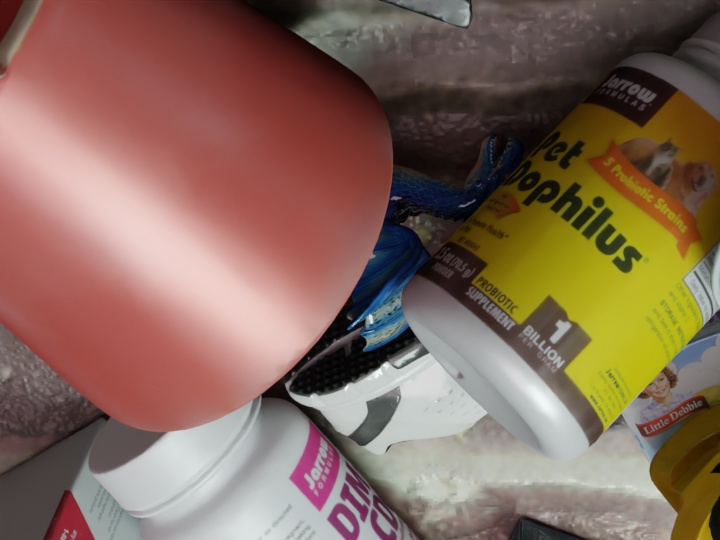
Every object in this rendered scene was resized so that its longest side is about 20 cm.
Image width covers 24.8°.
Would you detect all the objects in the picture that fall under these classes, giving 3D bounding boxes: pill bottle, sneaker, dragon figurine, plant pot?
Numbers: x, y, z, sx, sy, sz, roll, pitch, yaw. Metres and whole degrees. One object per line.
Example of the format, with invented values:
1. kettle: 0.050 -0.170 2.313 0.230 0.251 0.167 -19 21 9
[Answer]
1. pill bottle: -0.047 0.143 0.891 0.113 0.114 0.200 -32 112 24
2. sneaker: 0.062 0.037 0.848 0.199 0.074 0.080 -19 133 23
3. dragon figurine: 0.000 0.000 0.793 0.099 0.059 0.201 34 84 17
4. pill bottle: 0.120 -0.020 0.734 0.200 0.109 0.109 -46 109 -7
5. plant pot: -0.115 -0.055 0.705 0.200 0.201 0.177 -32 133 24

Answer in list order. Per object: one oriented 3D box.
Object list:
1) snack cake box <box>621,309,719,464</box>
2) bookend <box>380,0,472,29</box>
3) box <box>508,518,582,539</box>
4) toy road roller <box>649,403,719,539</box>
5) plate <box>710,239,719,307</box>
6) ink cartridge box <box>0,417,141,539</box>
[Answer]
1. snack cake box: 0.232 0.042 0.816 0.199 0.067 0.115 -23 117 21
2. bookend: -0.016 -0.234 0.675 0.197 0.092 0.201 17 118 -7
3. box: 0.129 0.257 0.969 0.157 0.051 0.201 20 121 -5
4. toy road roller: 0.225 0.092 0.756 0.200 0.146 0.123 -44 111 -11
5. plate: 0.220 -0.055 0.666 0.199 0.026 0.201 -26 151 -16
6. ink cartridge box: -0.152 0.222 0.934 0.144 0.146 0.200 -31 112 24
